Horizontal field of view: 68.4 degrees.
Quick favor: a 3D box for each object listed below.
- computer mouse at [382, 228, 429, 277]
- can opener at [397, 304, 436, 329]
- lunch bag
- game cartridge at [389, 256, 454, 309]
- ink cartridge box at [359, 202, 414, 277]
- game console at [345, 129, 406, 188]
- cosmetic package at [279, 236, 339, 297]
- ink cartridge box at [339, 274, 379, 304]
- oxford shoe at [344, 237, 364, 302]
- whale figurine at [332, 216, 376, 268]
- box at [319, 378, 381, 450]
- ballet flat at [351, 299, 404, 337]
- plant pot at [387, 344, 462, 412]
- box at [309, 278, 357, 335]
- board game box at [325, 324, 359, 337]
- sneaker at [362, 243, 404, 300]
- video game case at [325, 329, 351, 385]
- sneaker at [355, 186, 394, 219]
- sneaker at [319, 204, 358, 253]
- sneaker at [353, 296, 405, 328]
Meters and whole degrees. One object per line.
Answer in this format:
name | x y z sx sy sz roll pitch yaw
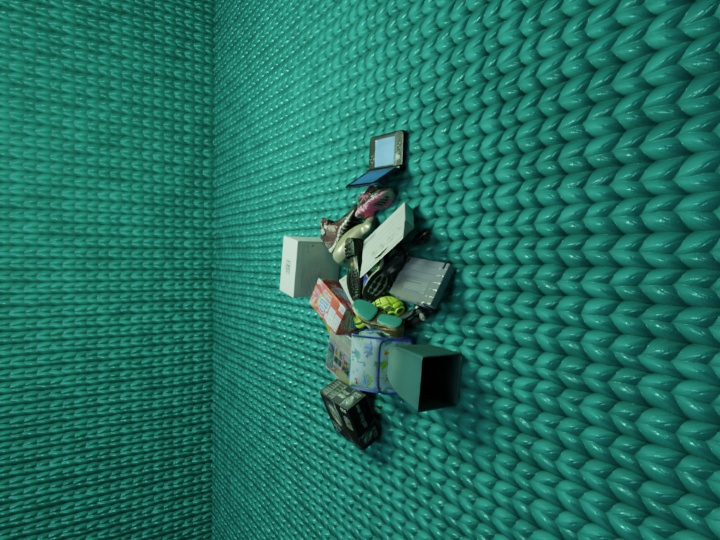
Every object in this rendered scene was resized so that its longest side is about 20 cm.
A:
computer mouse | 0.130 -0.054 1.569 0.200 0.033 0.060 -48 31 24
can opener | 0.161 0.132 1.559 0.063 0.079 0.201 41 140 1
lunch bag | 0.069 0.281 1.627 0.192 0.127 0.178 6 97 20
game cartridge | 0.171 0.033 1.502 0.198 0.038 0.133 14 77 58
ink cartridge box | 0.079 -0.081 1.580 0.199 0.044 0.180 -42 26 33
game console | 0.045 -0.350 1.681 0.197 0.115 0.179 8 97 57
cosmetic package | -0.184 -0.015 1.978 0.121 0.194 0.208 18 106 53
ink cartridge box | 0.000 0.066 1.752 0.038 0.093 0.201 57 180 -33
oxford shoe | 0.000 0.000 1.688 0.071 0.082 0.210 -2 88 52
whale figurine | -0.006 -0.089 1.795 0.199 0.103 0.161 -42 14 27
box | -0.037 0.481 1.786 0.197 0.085 0.169 12 126 57
ballet flat | 0.054 0.154 1.613 0.195 0.068 0.074 19 139 34
plant pot | 0.164 0.279 1.473 0.198 0.136 0.148 16 104 60
box | -0.081 0.123 1.808 0.200 0.093 0.102 43 115 44
board game box | -0.045 0.224 1.886 0.168 0.055 0.204 -60 43 41
sneaker | 0.067 0.001 1.671 0.204 0.076 0.089 -58 16 3
video game case | -0.048 0.303 1.819 0.198 0.023 0.189 34 124 42
sneaker | 0.043 -0.243 1.736 0.198 0.077 0.099 -26 57 54
sneaker | -0.086 -0.171 1.877 0.115 0.075 0.203 41 113 17
sneaker | 0.064 0.130 1.690 0.196 0.082 0.077 -21 78 37
